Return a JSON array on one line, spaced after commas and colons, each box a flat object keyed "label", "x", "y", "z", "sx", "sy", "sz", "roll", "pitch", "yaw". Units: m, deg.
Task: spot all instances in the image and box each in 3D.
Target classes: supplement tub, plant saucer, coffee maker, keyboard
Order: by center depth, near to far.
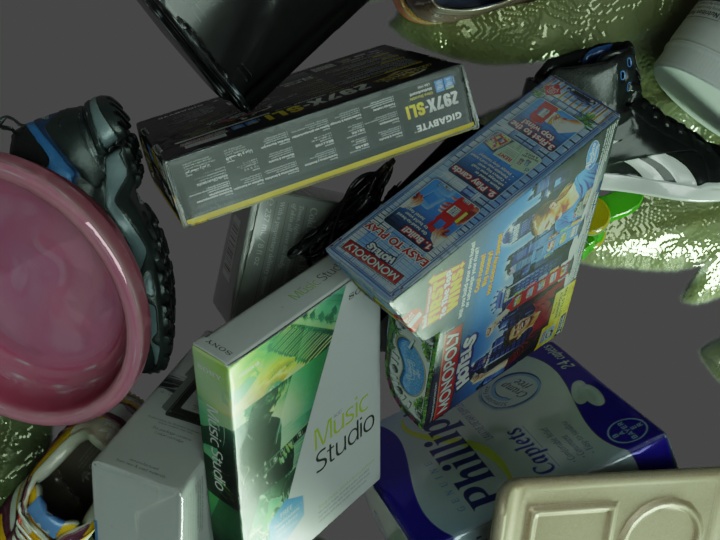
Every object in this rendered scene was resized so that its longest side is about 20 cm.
[{"label": "coffee maker", "x": -0.045, "y": -0.210, "z": 0.724, "sx": 0.200, "sy": 0.192, "sz": 0.135, "roll": -43, "pitch": 100, "yaw": -4}, {"label": "plant saucer", "x": -0.224, "y": 0.009, "z": 0.768, "sx": 0.200, "sy": 0.051, "sz": 0.201, "roll": 10, "pitch": 120, "yaw": 17}, {"label": "keyboard", "x": 0.017, "y": -0.032, "z": 0.803, "sx": 0.200, "sy": 0.040, "sz": 0.104, "roll": -46, "pitch": 135, "yaw": -5}, {"label": "supplement tub", "x": 0.334, "y": -0.199, "z": 0.880, "sx": 0.132, "sy": 0.132, "sz": 0.200, "roll": 35, "pitch": 93, "yaw": -23}]

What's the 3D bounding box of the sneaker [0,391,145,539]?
[{"label": "sneaker", "x": -0.223, "y": 0.175, "z": 0.822, "sx": 0.075, "sy": 0.090, "sz": 0.200, "roll": 33, "pitch": 103, "yaw": 1}]

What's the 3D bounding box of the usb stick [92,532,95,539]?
[{"label": "usb stick", "x": -0.112, "y": 0.177, "z": 0.906, "sx": 0.199, "sy": 0.033, "sz": 0.056, "roll": -6, "pitch": 101, "yaw": -15}]

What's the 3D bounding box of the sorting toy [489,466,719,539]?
[{"label": "sorting toy", "x": 0.166, "y": 0.223, "z": 0.810, "sx": 0.199, "sy": 0.036, "sz": 0.186, "roll": -1, "pitch": 108, "yaw": -22}]

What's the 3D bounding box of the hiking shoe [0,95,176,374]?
[{"label": "hiking shoe", "x": -0.184, "y": -0.019, "z": 0.812, "sx": 0.086, "sy": 0.074, "sz": 0.201, "roll": -13, "pitch": 102, "yaw": -1}]

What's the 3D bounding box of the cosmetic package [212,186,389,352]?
[{"label": "cosmetic package", "x": 0.000, "y": 0.000, "z": 0.859, "sx": 0.199, "sy": 0.090, "sz": 0.107, "roll": 9, "pitch": 100, "yaw": -17}]

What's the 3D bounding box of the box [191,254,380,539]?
[{"label": "box", "x": -0.042, "y": 0.099, "z": 0.765, "sx": 0.144, "sy": 0.036, "sz": 0.200, "roll": -35, "pitch": 136, "yaw": -39}]

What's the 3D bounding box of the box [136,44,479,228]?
[{"label": "box", "x": -0.043, "y": -0.097, "z": 0.776, "sx": 0.199, "sy": 0.160, "sz": 0.049, "roll": -20, "pitch": 112, "yaw": -12}]

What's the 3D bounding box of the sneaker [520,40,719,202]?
[{"label": "sneaker", "x": 0.221, "y": -0.117, "z": 0.883, "sx": 0.199, "sy": 0.073, "sz": 0.112, "roll": 3, "pitch": 112, "yaw": -8}]

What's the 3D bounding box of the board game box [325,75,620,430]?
[{"label": "board game box", "x": 0.066, "y": 0.000, "z": 0.756, "sx": 0.200, "sy": 0.062, "sz": 0.200, "roll": -28, "pitch": 142, "yaw": -33}]

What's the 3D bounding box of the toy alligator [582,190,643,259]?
[{"label": "toy alligator", "x": 0.138, "y": -0.013, "z": 0.918, "sx": 0.200, "sy": 0.059, "sz": 0.054, "roll": -41, "pitch": 73, "yaw": -3}]

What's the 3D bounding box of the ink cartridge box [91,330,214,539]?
[{"label": "ink cartridge box", "x": -0.109, "y": 0.127, "z": 0.824, "sx": 0.068, "sy": 0.200, "sz": 0.116, "roll": 17, "pitch": 124, "yaw": 14}]

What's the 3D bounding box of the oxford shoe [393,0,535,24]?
[{"label": "oxford shoe", "x": 0.125, "y": -0.224, "z": 0.837, "sx": 0.200, "sy": 0.073, "sz": 0.071, "roll": -25, "pitch": 111, "yaw": -9}]

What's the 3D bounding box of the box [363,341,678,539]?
[{"label": "box", "x": 0.116, "y": 0.168, "z": 0.892, "sx": 0.200, "sy": 0.184, "sz": 0.105, "roll": -25, "pitch": 114, "yaw": -9}]
